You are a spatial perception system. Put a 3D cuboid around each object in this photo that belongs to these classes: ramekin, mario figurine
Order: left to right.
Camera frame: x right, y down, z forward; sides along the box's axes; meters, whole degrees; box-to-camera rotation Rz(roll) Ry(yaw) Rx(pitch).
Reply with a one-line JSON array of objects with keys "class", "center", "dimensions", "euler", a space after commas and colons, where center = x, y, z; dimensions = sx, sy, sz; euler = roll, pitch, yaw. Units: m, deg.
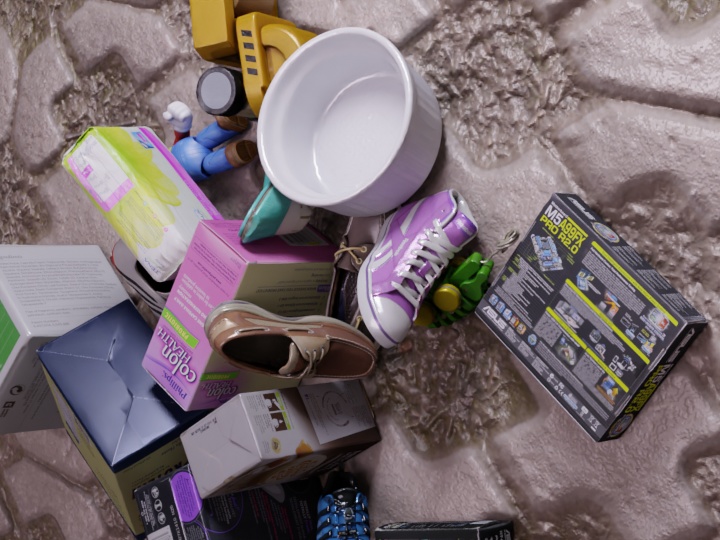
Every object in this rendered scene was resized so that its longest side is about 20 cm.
[{"class": "mario figurine", "center": [-0.232, -0.130, 1.759], "dimensions": [0.199, 0.106, 0.124], "euler": [-28, 38, 31]}, {"class": "ramekin", "center": [-0.006, -0.156, 1.537], "dimensions": [0.199, 0.097, 0.202], "euler": [-10, 72, 31]}]

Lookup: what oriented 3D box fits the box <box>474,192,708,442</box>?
[{"class": "box", "center": [0.225, 0.046, 1.395], "dimensions": [0.200, 0.044, 0.161], "euler": [48, 119, 31]}]

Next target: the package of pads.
[{"class": "package of pads", "center": [-0.248, -0.083, 1.660], "dimensions": [0.068, 0.154, 0.200], "euler": [-43, 82, 18]}]

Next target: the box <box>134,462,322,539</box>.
[{"class": "box", "center": [-0.145, 0.284, 1.625], "dimensions": [0.106, 0.199, 0.123], "euler": [-29, 72, 38]}]

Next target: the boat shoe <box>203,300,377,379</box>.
[{"class": "boat shoe", "center": [-0.074, 0.091, 1.523], "dimensions": [0.072, 0.198, 0.076], "euler": [-113, 37, -59]}]

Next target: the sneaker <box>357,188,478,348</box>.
[{"class": "sneaker", "center": [0.065, -0.014, 1.463], "dimensions": [0.114, 0.073, 0.201], "euler": [-25, 34, 35]}]

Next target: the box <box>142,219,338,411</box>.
[{"class": "box", "center": [-0.132, 0.049, 1.628], "dimensions": [0.097, 0.175, 0.201], "euler": [38, 115, 34]}]

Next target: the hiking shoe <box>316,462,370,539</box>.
[{"class": "hiking shoe", "center": [-0.022, 0.287, 1.534], "dimensions": [0.200, 0.074, 0.088], "euler": [-124, 30, -75]}]

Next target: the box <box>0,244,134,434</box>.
[{"class": "box", "center": [-0.436, 0.090, 1.886], "dimensions": [0.172, 0.199, 0.200], "euler": [54, 124, 30]}]

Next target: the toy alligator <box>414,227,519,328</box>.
[{"class": "toy alligator", "center": [0.112, 0.019, 1.490], "dimensions": [0.054, 0.059, 0.200], "euler": [44, 132, -15]}]

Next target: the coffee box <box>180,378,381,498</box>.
[{"class": "coffee box", "center": [-0.087, 0.188, 1.572], "dimensions": [0.114, 0.199, 0.080], "euler": [-35, 69, 37]}]

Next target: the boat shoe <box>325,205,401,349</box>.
[{"class": "boat shoe", "center": [0.000, 0.000, 1.586], "dimensions": [0.072, 0.059, 0.202], "euler": [18, 103, 40]}]

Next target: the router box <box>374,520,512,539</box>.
[{"class": "router box", "center": [0.098, 0.372, 1.501], "dimensions": [0.149, 0.062, 0.202], "euler": [-10, 84, 41]}]

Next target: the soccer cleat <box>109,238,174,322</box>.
[{"class": "soccer cleat", "center": [-0.228, 0.034, 1.718], "dimensions": [0.069, 0.200, 0.085], "euler": [-48, 26, -18]}]

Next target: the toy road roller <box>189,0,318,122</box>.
[{"class": "toy road roller", "center": [-0.109, -0.271, 1.647], "dimensions": [0.145, 0.123, 0.202], "euler": [-10, 86, 27]}]

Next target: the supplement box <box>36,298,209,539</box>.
[{"class": "supplement box", "center": [-0.282, 0.188, 1.732], "dimensions": [0.200, 0.134, 0.201], "euler": [49, 158, 30]}]

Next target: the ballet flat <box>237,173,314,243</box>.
[{"class": "ballet flat", "center": [-0.085, -0.083, 1.596], "dimensions": [0.070, 0.201, 0.068], "euler": [28, 121, -8]}]
